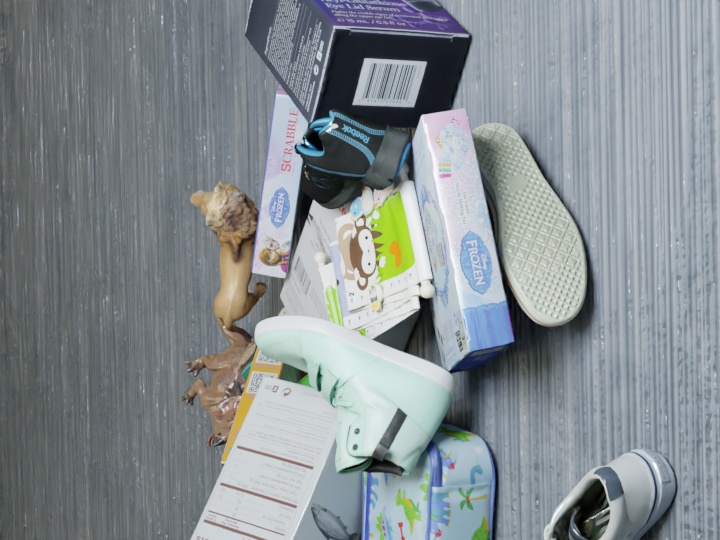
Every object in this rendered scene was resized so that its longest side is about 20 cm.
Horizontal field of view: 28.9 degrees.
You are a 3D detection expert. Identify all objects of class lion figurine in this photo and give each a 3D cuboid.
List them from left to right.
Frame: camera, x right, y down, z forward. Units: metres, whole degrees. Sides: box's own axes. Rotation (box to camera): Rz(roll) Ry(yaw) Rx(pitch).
[{"bbox_3d":[-0.144,-0.004,1.598,0.122,0.072,0.201,-65,-31,-80],"label":"lion figurine"}]

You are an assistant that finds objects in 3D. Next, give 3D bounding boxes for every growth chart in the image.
[{"bbox_3d":[0.011,-0.004,1.308,0.200,0.018,0.145,-43,58,53],"label":"growth chart"}]

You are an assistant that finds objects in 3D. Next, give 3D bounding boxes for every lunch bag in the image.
[{"bbox_3d":[0.058,0.246,1.343,0.161,0.082,0.201,-165,76,-65],"label":"lunch bag"}]

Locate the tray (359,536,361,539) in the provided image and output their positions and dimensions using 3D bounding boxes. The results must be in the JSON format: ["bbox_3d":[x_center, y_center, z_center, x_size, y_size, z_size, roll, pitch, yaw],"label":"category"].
[{"bbox_3d":[-0.051,0.275,1.533,0.200,0.098,0.037,28,140,59],"label":"tray"}]

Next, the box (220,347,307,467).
[{"bbox_3d":[-0.104,0.176,1.529,0.119,0.041,0.200,78,-155,-51],"label":"box"}]

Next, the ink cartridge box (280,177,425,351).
[{"bbox_3d":[0.000,0.000,1.432,0.145,0.084,0.200,62,143,40],"label":"ink cartridge box"}]

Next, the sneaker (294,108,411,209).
[{"bbox_3d":[-0.022,-0.111,1.291,0.073,0.082,0.200,-68,16,-15],"label":"sneaker"}]

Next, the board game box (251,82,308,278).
[{"bbox_3d":[-0.079,-0.121,1.537,0.200,0.041,0.201,-84,4,-69],"label":"board game box"}]

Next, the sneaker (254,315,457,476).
[{"bbox_3d":[-0.025,0.118,1.276,0.074,0.200,0.118,71,-140,-62],"label":"sneaker"}]

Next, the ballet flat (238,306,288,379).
[{"bbox_3d":[-0.093,0.080,1.650,0.200,0.068,0.067,-30,38,58],"label":"ballet flat"}]

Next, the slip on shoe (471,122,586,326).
[{"bbox_3d":[0.138,-0.035,1.187,0.061,0.074,0.200,90,162,-56],"label":"slip on shoe"}]

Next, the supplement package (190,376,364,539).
[{"bbox_3d":[-0.066,0.228,1.404,0.117,0.117,0.200,10,67,33],"label":"supplement package"}]

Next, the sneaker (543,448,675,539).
[{"bbox_3d":[0.176,0.216,1.115,0.073,0.071,0.200,60,142,43],"label":"sneaker"}]

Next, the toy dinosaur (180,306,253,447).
[{"bbox_3d":[-0.157,0.140,1.765,0.135,0.086,0.201,-23,54,51],"label":"toy dinosaur"}]

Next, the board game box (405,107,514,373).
[{"bbox_3d":[0.082,-0.018,1.222,0.200,0.043,0.200,107,152,-80],"label":"board game box"}]

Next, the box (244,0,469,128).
[{"bbox_3d":[-0.009,-0.230,1.365,0.200,0.148,0.105,55,138,46],"label":"box"}]

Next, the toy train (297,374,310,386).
[{"bbox_3d":[-0.018,0.185,1.510,0.056,0.042,0.200,-39,50,17],"label":"toy train"}]
